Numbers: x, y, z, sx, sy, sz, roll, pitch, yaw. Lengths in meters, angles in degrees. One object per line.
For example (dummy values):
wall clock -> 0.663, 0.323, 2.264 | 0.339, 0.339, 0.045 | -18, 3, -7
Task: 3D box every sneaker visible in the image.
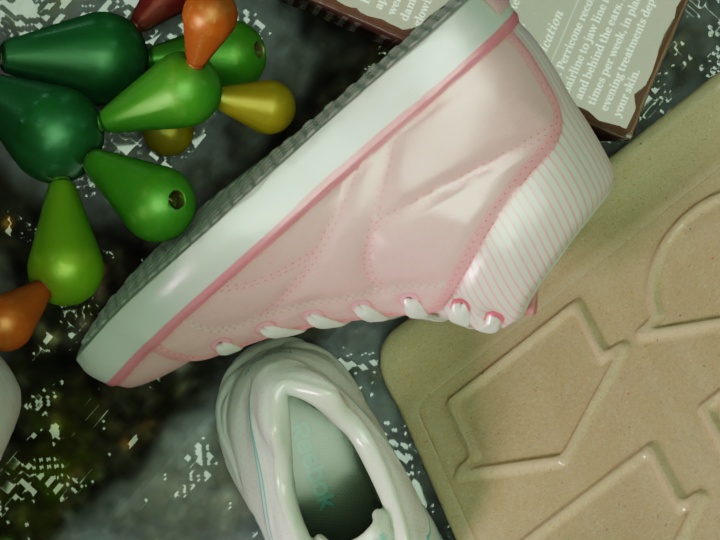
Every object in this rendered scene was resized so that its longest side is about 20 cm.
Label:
sneaker -> 0.004, 0.120, 1.042 | 0.070, 0.080, 0.201 | -28, 94, -5
sneaker -> 0.000, 0.000, 1.004 | 0.200, 0.075, 0.105 | -39, 101, 14

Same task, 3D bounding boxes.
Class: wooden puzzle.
wooden puzzle -> 0.115, 0.055, 1.005 | 0.185, 0.046, 0.200 | -39, 51, 16

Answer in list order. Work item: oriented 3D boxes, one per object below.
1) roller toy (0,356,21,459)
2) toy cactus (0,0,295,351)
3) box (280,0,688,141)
roller toy -> -0.209, 0.093, 0.976 | 0.139, 0.183, 0.201 | 23, 113, -5
toy cactus -> -0.125, -0.063, 1.010 | 0.165, 0.103, 0.200 | 34, 54, 24
box -> 0.022, -0.129, 1.044 | 0.199, 0.075, 0.101 | 24, 90, -5
